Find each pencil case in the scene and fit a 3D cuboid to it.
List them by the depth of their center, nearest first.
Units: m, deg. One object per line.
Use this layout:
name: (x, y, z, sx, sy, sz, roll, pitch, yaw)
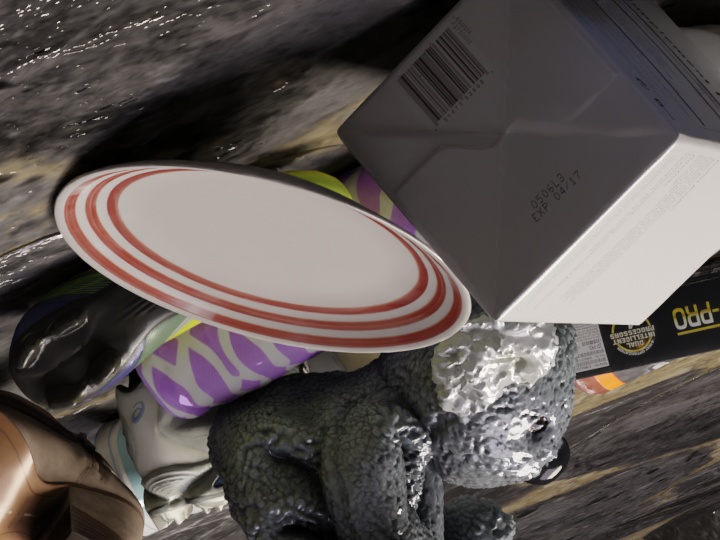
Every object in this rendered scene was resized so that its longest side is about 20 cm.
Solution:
pencil case: (-0.031, 0.004, 1.554, 0.200, 0.084, 0.086, -26, -168, 19)

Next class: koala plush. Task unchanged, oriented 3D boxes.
koala plush: (0.039, 0.081, 1.576, 0.200, 0.184, 0.177, -48, 178, 16)

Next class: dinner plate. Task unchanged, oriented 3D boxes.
dinner plate: (-0.044, -0.011, 1.371, 0.200, 0.024, 0.200, 13, 159, 5)

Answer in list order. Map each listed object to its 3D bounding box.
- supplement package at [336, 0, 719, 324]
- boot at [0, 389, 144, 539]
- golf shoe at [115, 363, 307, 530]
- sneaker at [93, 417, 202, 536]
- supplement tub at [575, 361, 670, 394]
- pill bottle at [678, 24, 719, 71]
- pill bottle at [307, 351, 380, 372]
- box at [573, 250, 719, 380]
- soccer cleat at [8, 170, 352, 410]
supplement package: (0.102, -0.057, 1.374, 0.121, 0.120, 0.200, -45, 162, 16)
boot: (-0.198, 0.099, 1.601, 0.070, 0.200, 0.146, -44, -159, 6)
golf shoe: (-0.088, 0.061, 1.693, 0.078, 0.097, 0.200, -22, -163, 17)
sneaker: (-0.088, 0.108, 1.896, 0.130, 0.080, 0.200, -25, 178, 13)
supplement tub: (0.179, 0.012, 1.917, 0.200, 0.107, 0.107, -26, 168, 15)
pill bottle: (0.195, -0.070, 1.569, 0.114, 0.114, 0.200, -27, 168, 17)
pill bottle: (0.024, 0.049, 1.761, 0.111, 0.112, 0.200, -23, 169, -3)
box: (0.204, 0.012, 1.731, 0.199, 0.049, 0.161, -14, -171, 17)
soccer cleat: (-0.093, 0.000, 1.495, 0.200, 0.065, 0.084, -31, -163, 12)
